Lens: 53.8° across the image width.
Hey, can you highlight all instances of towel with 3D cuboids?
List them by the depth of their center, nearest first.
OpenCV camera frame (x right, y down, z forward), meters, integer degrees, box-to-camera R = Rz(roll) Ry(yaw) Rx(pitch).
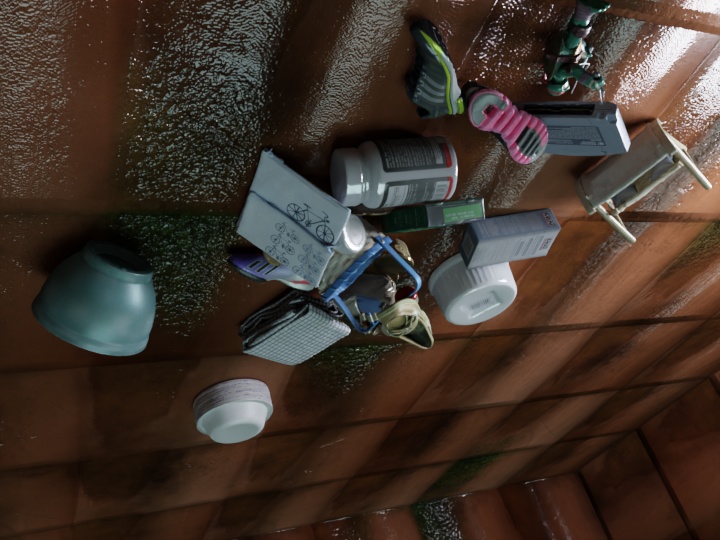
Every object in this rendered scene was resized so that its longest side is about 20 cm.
[{"bbox_3d":[-0.147,0.124,1.571,0.199,0.086,0.165,-33,144,23],"label":"towel"}]

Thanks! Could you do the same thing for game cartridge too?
[{"bbox_3d":[0.359,-0.245,1.234,0.199,0.041,0.133,10,160,34],"label":"game cartridge"}]

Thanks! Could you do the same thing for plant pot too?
[{"bbox_3d":[-0.432,0.034,1.206,0.199,0.200,0.135,18,106,-44],"label":"plant pot"}]

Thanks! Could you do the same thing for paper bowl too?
[{"bbox_3d":[-0.324,0.371,1.823,0.199,0.105,0.201,-13,148,-8],"label":"paper bowl"}]

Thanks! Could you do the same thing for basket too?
[{"bbox_3d":[0.000,0.000,1.349,0.176,0.201,0.139,-41,173,31],"label":"basket"}]

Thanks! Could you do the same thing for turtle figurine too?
[{"bbox_3d":[0.337,-0.337,1.106,0.100,0.151,0.201,2,138,-1],"label":"turtle figurine"}]

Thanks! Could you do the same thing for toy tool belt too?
[{"bbox_3d":[0.041,0.076,1.480,0.199,0.125,0.123,10,138,31],"label":"toy tool belt"}]

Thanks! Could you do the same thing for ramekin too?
[{"bbox_3d":[0.266,0.042,1.653,0.199,0.098,0.201,-14,147,-9],"label":"ramekin"}]

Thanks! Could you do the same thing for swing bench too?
[{"bbox_3d":[0.564,-0.189,1.446,0.199,0.130,0.199,23,129,-40],"label":"swing bench"}]

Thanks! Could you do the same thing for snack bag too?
[{"bbox_3d":[-0.117,-0.084,1.209,0.021,0.188,0.200,-48,172,-45],"label":"snack bag"}]

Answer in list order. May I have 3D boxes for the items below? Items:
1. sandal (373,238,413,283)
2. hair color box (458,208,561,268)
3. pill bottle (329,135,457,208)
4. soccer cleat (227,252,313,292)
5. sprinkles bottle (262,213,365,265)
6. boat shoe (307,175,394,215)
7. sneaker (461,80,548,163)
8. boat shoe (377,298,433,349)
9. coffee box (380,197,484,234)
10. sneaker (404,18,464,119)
[{"bbox_3d":[0.067,-0.031,1.480,0.077,0.070,0.212,13,163,-4],"label":"sandal"},{"bbox_3d":[0.325,-0.070,1.553,0.198,0.061,0.099,-9,147,-15],"label":"hair color box"},{"bbox_3d":[0.055,-0.167,1.213,0.198,0.115,0.114,-7,146,-18],"label":"pill bottle"},{"bbox_3d":[-0.165,-0.014,1.384,0.199,0.068,0.074,15,111,-36],"label":"soccer cleat"},{"bbox_3d":[-0.087,-0.053,1.277,0.199,0.069,0.068,-8,159,38],"label":"sprinkles bottle"},{"bbox_3d":[-0.018,-0.124,1.277,0.198,0.071,0.071,-1,142,-27],"label":"boat shoe"},{"bbox_3d":[0.239,-0.255,1.195,0.199,0.096,0.079,30,108,-38],"label":"sneaker"},{"bbox_3d":[0.092,0.106,1.345,0.073,0.063,0.201,-31,157,9],"label":"boat shoe"},{"bbox_3d":[0.130,-0.099,1.319,0.122,0.044,0.200,-9,-177,-23],"label":"coffee box"},{"bbox_3d":[0.104,-0.297,1.088,0.080,0.074,0.200,-21,146,9],"label":"sneaker"}]
